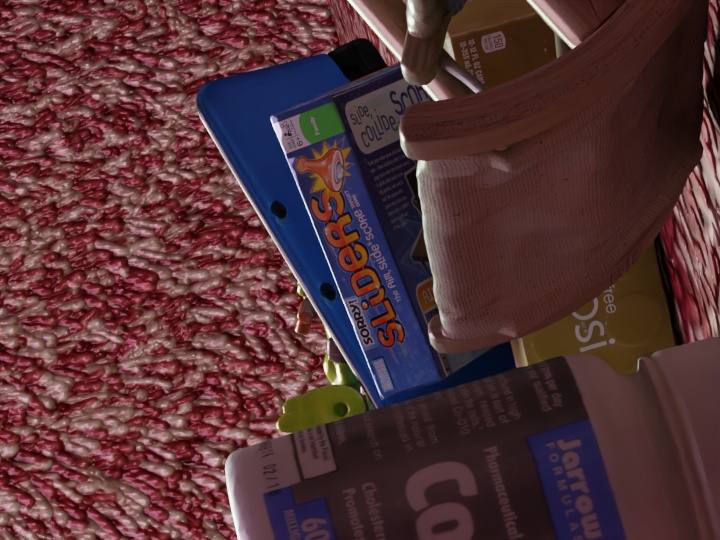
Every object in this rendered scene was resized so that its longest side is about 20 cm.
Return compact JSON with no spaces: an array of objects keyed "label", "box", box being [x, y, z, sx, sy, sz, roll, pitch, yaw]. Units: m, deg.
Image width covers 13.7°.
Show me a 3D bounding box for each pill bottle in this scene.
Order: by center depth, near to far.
[{"label":"pill bottle","box":[0.057,0.098,1.157,0.114,0.200,0.114,164,90,-90]}]

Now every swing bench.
[{"label":"swing bench","box":[0.046,-0.104,0.957,0.199,0.130,0.200,80,168,-71]}]

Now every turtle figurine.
[{"label":"turtle figurine","box":[-0.003,0.093,1.443,0.161,0.064,0.200,-73,-18,-83]}]

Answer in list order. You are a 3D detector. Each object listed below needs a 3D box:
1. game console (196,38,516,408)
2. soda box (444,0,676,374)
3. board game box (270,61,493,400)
[{"label":"game console","box":[0.000,0.000,1.467,0.200,0.118,0.171,59,160,11]},{"label":"soda box","box":[0.086,-0.030,1.287,0.064,0.068,0.200,-109,4,-64]},{"label":"board game box","box":[0.043,-0.034,1.374,0.200,0.034,0.136,-27,-83,-59]}]
